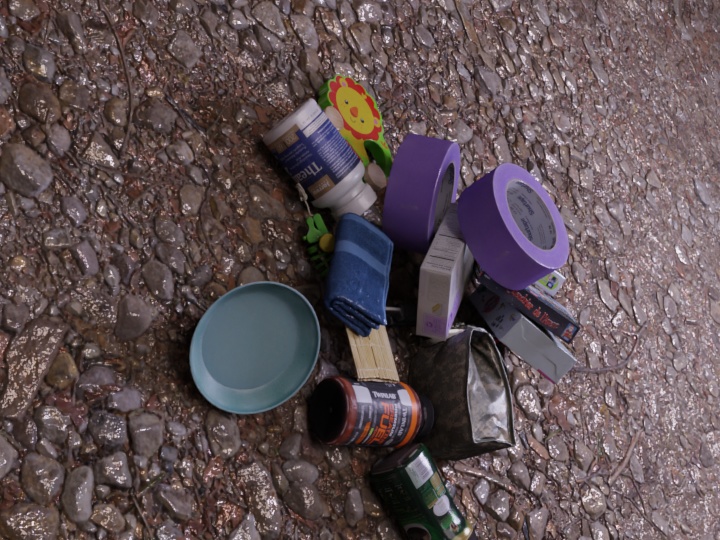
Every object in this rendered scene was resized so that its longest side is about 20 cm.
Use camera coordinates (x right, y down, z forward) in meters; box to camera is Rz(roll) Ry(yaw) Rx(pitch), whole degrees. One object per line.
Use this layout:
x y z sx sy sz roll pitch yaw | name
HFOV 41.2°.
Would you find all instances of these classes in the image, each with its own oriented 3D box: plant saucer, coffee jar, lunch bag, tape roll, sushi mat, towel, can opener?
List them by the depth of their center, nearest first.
-0.154 0.107 1.377 0.197 0.036 0.203 -9 110 -24 | plant saucer
0.104 0.380 1.522 0.085 0.104 0.202 -34 97 -42 | coffee jar
0.006 0.084 1.526 0.095 0.012 0.202 12 54 -42 | sushi mat
0.000 0.000 1.531 0.111 0.048 0.202 36 41 -25 | towel
0.167 0.207 1.612 0.116 0.163 0.203 10 66 -33 | lunch bag
0.260 -0.075 1.629 0.199 0.085 0.202 29 44 -32 | tape roll
0.064 0.060 1.662 0.198 0.053 0.068 4 70 -43 | can opener
0.108 -0.133 1.680 0.200 0.084 0.203 13 90 -76 | tape roll

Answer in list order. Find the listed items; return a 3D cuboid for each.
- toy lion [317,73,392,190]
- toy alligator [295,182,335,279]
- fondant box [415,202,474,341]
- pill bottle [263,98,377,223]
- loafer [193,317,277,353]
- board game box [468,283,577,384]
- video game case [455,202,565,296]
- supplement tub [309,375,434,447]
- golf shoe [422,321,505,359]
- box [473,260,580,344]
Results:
-0.010 -0.252 1.734 0.201 0.068 0.192 52 38 -12 | toy lion
-0.070 -0.047 1.590 0.054 0.059 0.201 -33 97 -4 | toy alligator
0.150 0.000 1.640 0.201 0.057 0.146 -60 158 -48 | fondant box
-0.063 -0.177 1.609 0.201 0.110 0.111 51 46 -12 | pill bottle
-0.158 0.089 1.433 0.198 0.071 0.074 -1 72 -43 | loafer
0.294 0.107 1.762 0.147 0.064 0.200 39 10 -21 | board game box
0.267 -0.043 1.810 0.180 0.200 0.046 33 96 -29 | video game case
0.024 0.225 1.514 0.198 0.106 0.109 9 65 -39 | supplement tub
0.193 0.147 1.728 0.198 0.077 0.089 16 67 -37 | golf shoe
0.294 0.046 1.716 0.199 0.038 0.137 35 11 -3 | box
